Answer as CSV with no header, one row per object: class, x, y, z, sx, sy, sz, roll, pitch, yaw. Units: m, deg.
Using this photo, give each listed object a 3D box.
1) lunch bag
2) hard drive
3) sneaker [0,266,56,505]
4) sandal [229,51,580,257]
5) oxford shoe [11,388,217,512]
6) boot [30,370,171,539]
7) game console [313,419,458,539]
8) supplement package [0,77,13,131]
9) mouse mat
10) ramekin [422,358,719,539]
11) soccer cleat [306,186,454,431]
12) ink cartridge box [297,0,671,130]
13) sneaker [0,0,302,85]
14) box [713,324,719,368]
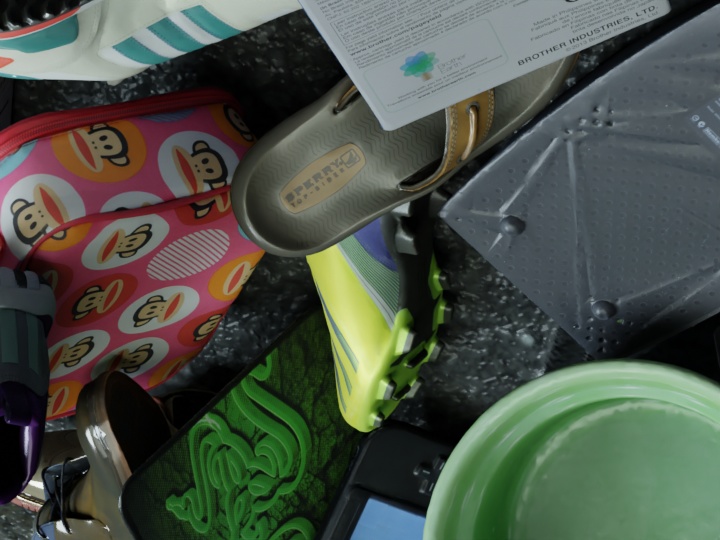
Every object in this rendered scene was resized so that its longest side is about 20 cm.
lunch bag,-0.143,0.002,0.925,0.082,0.176,0.200,57,139,21
hard drive,0.147,-0.045,0.869,0.135,0.042,0.200,41,130,-17
sneaker,-0.186,0.086,0.868,0.074,0.088,0.200,2,144,-18
sandal,0.021,-0.075,0.837,0.200,0.055,0.082,-35,99,12
oxford shoe,-0.120,0.098,1.082,0.199,0.071,0.075,-4,126,10
boot,-0.146,0.129,1.007,0.096,0.075,0.201,-4,137,9
game console,0.054,0.210,1.013,0.175,0.116,0.201,22,98,-19
supplement package,-0.236,-0.111,0.904,0.113,0.110,0.201,18,134,5
mouse mat,-0.045,0.133,1.020,0.008,0.161,0.201,24,147,40
ramekin,0.138,0.141,0.925,0.199,0.098,0.201,0,91,17
soccer cleat,0.000,-0.001,0.958,0.083,0.065,0.201,25,138,23
ink cartridge box,0.031,-0.152,0.716,0.136,0.077,0.200,-22,151,10
sneaker,-0.089,-0.130,0.843,0.199,0.071,0.093,-13,164,-12
box,0.270,0.000,0.838,0.142,0.036,0.200,13,140,-16
